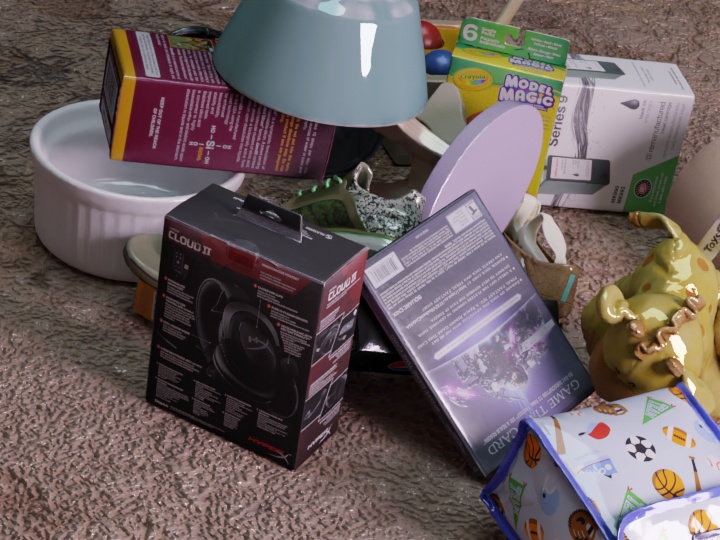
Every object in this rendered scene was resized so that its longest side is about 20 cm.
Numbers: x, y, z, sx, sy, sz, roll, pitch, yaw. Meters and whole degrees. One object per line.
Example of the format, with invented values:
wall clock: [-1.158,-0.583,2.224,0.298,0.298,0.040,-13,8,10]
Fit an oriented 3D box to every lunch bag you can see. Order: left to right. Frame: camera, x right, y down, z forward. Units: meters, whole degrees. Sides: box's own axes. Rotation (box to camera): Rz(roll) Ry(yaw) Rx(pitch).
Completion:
lunch bag: [0.219,0.194,1.407,0.170,0.124,0.200,-9,49,-30]

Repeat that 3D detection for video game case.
video game case: [0.095,0.050,1.549,0.143,0.019,0.200,-33,94,-32]

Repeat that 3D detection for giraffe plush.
giraffe plush: [0.253,0.058,1.564,0.172,0.201,0.162,22,33,16]

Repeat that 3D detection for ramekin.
ramekin: [-0.209,-0.073,1.740,0.200,0.098,0.201,9,30,-5]

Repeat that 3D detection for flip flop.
flip flop: [-0.106,-0.012,1.632,0.199,0.058,0.081,7,32,-8]

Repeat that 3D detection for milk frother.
milk frother: [-0.105,-0.186,1.960,0.200,0.181,0.188,-38,37,4]

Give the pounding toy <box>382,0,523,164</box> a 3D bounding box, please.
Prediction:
pounding toy: [0.114,-0.221,2.051,0.199,0.143,0.184,-1,32,-19]

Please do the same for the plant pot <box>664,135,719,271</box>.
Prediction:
plant pot: [0.415,-0.015,1.789,0.187,0.188,0.200,-3,47,-22]

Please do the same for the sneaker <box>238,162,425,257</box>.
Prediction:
sneaker: [-0.019,-0.055,1.672,0.200,0.089,0.077,17,-7,29]

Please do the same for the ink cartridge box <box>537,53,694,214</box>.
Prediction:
ink cartridge box: [0.228,-0.143,1.954,0.199,0.146,0.084,4,31,-10]

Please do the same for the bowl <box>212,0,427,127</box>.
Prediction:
bowl: [-0.027,-0.219,1.682,0.200,0.105,0.201,10,29,-6]

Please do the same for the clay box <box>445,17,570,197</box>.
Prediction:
clay box: [0.134,-0.143,1.868,0.115,0.201,0.048,13,30,5]

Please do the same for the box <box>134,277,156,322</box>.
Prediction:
box: [-0.085,0.046,1.638,0.200,0.042,0.119,31,36,27]

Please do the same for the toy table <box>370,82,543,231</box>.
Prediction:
toy table: [0.071,-0.091,1.766,0.117,0.184,0.200,23,53,34]

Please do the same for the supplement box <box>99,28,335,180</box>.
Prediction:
supplement box: [-0.130,-0.151,1.712,0.199,0.086,0.110,5,30,-16]

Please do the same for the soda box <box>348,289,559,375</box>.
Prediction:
soda box: [0.070,0.053,1.588,0.199,0.071,0.064,6,71,-27]

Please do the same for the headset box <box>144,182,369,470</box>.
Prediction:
headset box: [-0.084,0.036,1.493,0.148,0.201,0.077,22,32,20]

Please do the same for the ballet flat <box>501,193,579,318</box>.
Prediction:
ballet flat: [0.155,-0.030,1.804,0.068,0.072,0.200,17,23,-31]
